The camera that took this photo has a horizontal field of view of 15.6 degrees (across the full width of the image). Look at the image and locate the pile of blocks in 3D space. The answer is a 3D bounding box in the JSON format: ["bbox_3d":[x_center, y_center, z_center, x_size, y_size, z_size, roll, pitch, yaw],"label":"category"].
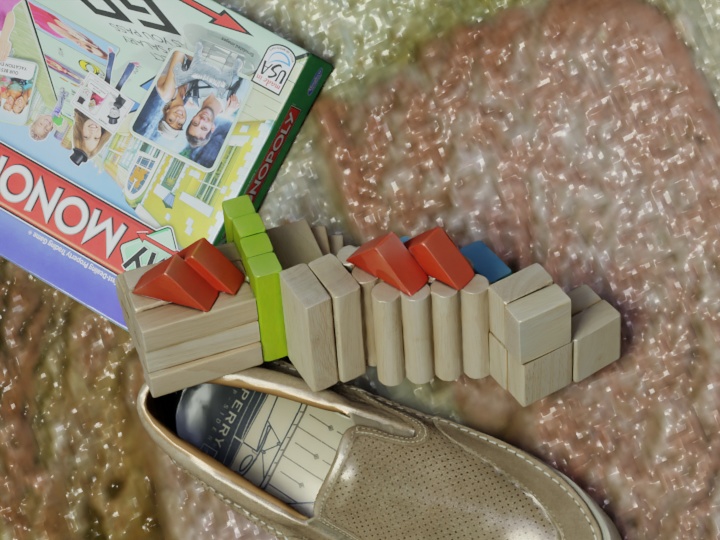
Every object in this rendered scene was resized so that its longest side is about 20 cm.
[{"bbox_3d":[0.000,0.000,0.998,0.198,0.062,0.082,2,45,6],"label":"pile of blocks"}]

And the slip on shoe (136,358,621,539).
[{"bbox_3d":[0.003,0.082,1.008,0.199,0.061,0.076,27,93,21],"label":"slip on shoe"}]

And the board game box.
[{"bbox_3d":[-0.126,-0.071,1.091,0.199,0.029,0.135,29,93,21],"label":"board game box"}]
